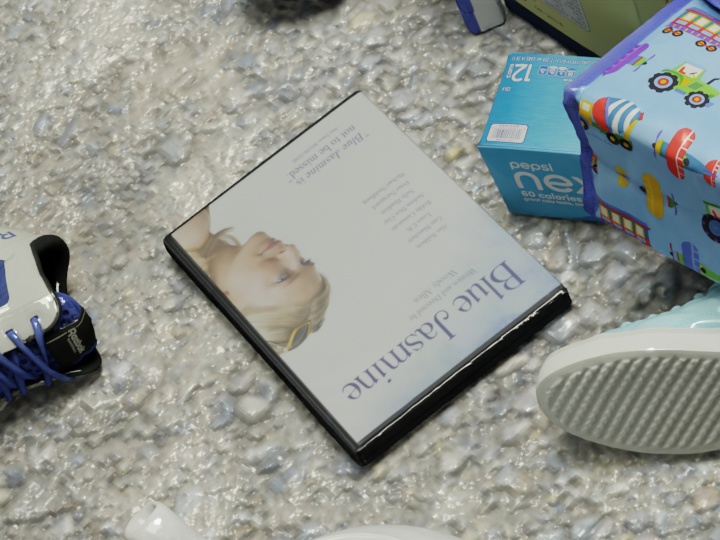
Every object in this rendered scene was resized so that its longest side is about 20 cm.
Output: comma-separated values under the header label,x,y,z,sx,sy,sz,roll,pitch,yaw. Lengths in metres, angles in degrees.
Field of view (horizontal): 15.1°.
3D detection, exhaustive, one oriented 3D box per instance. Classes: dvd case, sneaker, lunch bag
label,x,y,z,sx,sy,sz,roll,pitch,yaw
dvd case,0.000,0.000,1.463,0.143,0.018,0.200,-37,52,-9
sneaker,-0.208,0.048,1.467,0.115,0.081,0.200,4,56,26
lunch bag,0.222,-0.088,1.325,0.150,0.094,0.200,30,62,34
sneaker,0.186,0.035,1.345,0.199,0.074,0.082,-8,37,11

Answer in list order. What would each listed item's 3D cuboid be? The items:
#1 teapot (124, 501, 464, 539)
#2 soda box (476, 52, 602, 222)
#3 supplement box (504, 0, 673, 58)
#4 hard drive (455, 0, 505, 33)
label,x,y,z,sx,sy,sz,roll,pitch,yaw
teapot,0.006,0.192,1.241,0.199,0.146,0.198,-14,52,9
soda box,0.168,-0.063,1.414,0.200,0.068,0.064,7,61,24
supplement box,0.164,-0.238,1.457,0.200,0.200,0.134,-44,53,-13
hard drive,0.028,-0.242,1.510,0.025,0.200,0.132,-22,51,4
